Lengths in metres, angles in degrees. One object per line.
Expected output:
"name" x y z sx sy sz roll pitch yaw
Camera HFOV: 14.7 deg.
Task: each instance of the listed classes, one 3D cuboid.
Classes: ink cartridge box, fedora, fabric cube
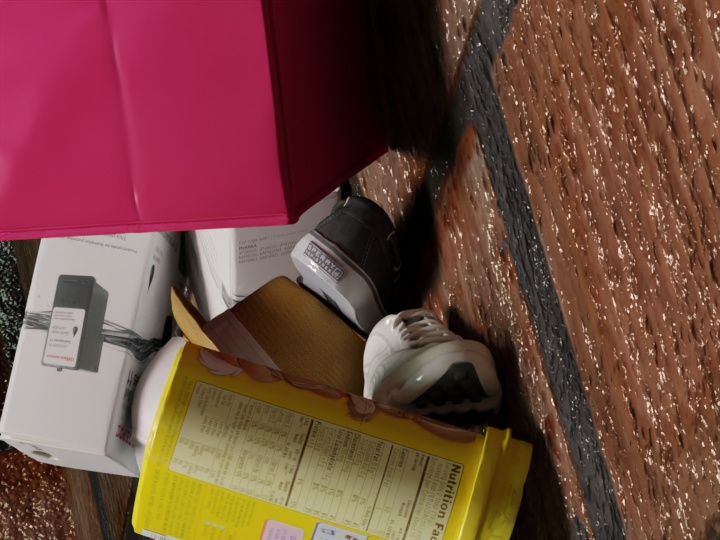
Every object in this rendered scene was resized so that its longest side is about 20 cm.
"ink cartridge box" -0.070 -0.028 1.939 0.201 0.084 0.146 89 164 -47
"ink cartridge box" -0.185 0.039 1.996 0.147 0.082 0.201 58 -136 -78
"fedora" -0.032 0.068 1.746 0.201 0.082 0.201 48 178 2
"fabric cube" -0.109 -0.140 1.634 0.196 0.199 0.201 -40 -55 -68

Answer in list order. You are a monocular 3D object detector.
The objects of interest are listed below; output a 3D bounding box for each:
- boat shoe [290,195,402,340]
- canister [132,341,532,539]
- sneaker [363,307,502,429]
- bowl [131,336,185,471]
"boat shoe" 0.000 0.000 1.719 0.069 0.057 0.200 39 175 7
"canister" -0.019 0.121 1.537 0.149 0.199 0.087 108 180 -60
"sneaker" 0.032 0.058 1.607 0.200 0.075 0.082 135 133 -74
"bowl" -0.084 0.162 1.948 0.200 0.075 0.200 33 149 38
